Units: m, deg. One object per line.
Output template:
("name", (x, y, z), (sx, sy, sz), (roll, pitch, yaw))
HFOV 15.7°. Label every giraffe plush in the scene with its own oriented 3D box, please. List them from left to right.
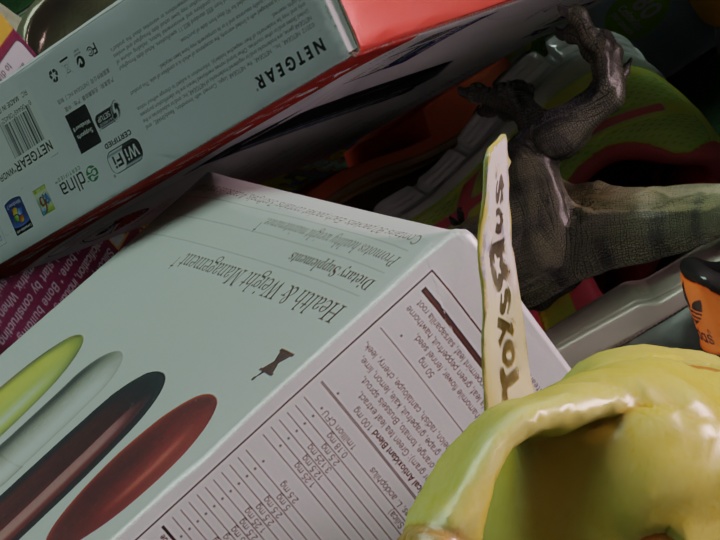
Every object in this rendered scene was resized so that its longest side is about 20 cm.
("giraffe plush", (0.109, 0.071, 0.500), (0.162, 0.200, 0.173), (3, 32, 19))

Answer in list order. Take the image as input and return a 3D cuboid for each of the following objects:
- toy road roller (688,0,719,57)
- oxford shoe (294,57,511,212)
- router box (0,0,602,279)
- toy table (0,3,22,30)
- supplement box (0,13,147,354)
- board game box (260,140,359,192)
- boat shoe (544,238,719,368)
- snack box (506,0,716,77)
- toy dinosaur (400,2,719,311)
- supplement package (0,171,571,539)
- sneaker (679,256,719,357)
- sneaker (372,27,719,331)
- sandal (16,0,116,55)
("toy road roller", (0.181, -0.150, 0.840), (0.200, 0.146, 0.123), (-44, 20, -14))
("oxford shoe", (0.000, 0.000, 0.899), (0.200, 0.073, 0.071), (-35, 6, -30))
("router box", (-0.015, -0.070, 0.799), (0.179, 0.049, 0.200), (-23, -3, -44))
("toy table", (-0.121, -0.071, 1.202), (0.200, 0.184, 0.117), (-43, 36, -22))
("supplement box", (-0.125, 0.029, 0.909), (0.103, 0.200, 0.131), (-27, 22, 32))
("board game box", (-0.084, -0.010, 1.002), (0.158, 0.200, 0.039), (-39, 48, 51))
("boat shoe", (0.131, 0.006, 0.741), (0.200, 0.057, 0.067), (-30, 7, 11))
("snack box", (0.084, -0.140, 0.955), (0.200, 0.169, 0.068), (-35, 52, 15))
("toy dinosaur", (0.054, -0.025, 0.776), (0.200, 0.047, 0.088), (-19, 59, 44))
("supplement package", (-0.042, 0.097, 0.689), (0.200, 0.147, 0.191), (-42, 19, -13))
("sneaker", (0.172, -0.025, 0.660), (0.200, 0.090, 0.070), (-39, 19, 1))
("sneaker", (0.043, 0.011, 0.845), (0.200, 0.078, 0.090), (-51, 43, -2))
("sandal", (-0.054, -0.075, 1.080), (0.054, 0.200, 0.080), (84, -151, -68))
